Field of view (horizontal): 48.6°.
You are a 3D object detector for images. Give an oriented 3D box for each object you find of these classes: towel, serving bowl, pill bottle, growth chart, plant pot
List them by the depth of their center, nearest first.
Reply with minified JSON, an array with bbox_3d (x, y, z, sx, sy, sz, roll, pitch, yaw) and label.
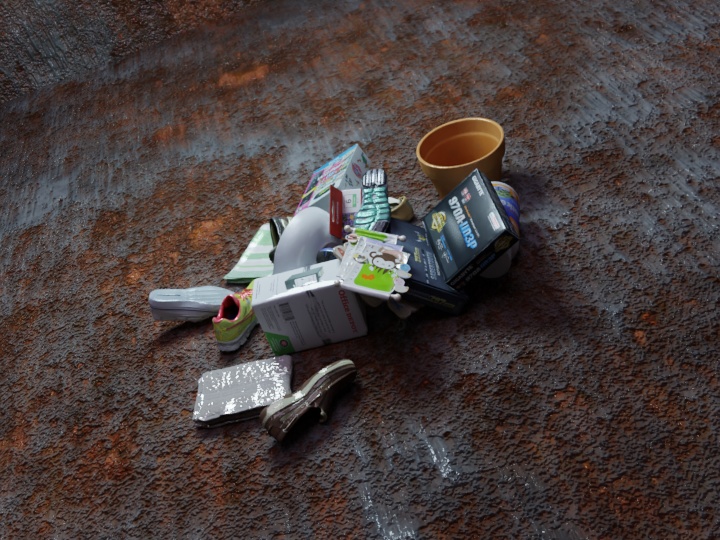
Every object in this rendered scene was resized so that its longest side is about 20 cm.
[{"bbox_3d":[0.026,-0.015,1.489,0.143,0.018,0.201,7,39,4],"label":"growth chart"},{"bbox_3d":[-0.224,0.230,1.532,0.198,0.035,0.133,-14,38,8],"label":"towel"},{"bbox_3d":[0.269,-0.081,1.624,0.111,0.113,0.201,-7,39,17],"label":"pill bottle"},{"bbox_3d":[-0.095,-0.027,1.662,0.065,0.202,0.200,19,51,29],"label":"serving bowl"},{"bbox_3d":[0.238,-0.232,1.804,0.198,0.141,0.201,-13,37,10],"label":"plant pot"},{"bbox_3d":[-0.218,-0.046,1.864,0.151,0.024,0.201,-3,40,36],"label":"towel"}]

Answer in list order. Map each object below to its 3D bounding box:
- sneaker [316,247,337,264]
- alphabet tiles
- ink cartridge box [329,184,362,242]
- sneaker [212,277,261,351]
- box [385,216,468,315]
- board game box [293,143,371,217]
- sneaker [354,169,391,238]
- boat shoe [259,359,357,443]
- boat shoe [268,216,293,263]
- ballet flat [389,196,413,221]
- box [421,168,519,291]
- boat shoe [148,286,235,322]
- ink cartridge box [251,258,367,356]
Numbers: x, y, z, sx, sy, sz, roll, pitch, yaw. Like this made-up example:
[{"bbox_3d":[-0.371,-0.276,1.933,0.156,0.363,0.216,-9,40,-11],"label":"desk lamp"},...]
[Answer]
[{"bbox_3d":[0.000,0.000,1.632,0.198,0.076,0.079,20,22,-17],"label":"sneaker"},{"bbox_3d":[0.042,0.009,1.553,0.195,0.015,0.199,44,32,14],"label":"alphabet tiles"},{"bbox_3d":[-0.007,-0.113,1.705,0.050,0.200,0.111,-2,82,21],"label":"ink cartridge box"},{"bbox_3d":[-0.249,0.074,1.691,0.077,0.091,0.201,-1,39,26],"label":"sneaker"},{"bbox_3d":[0.124,-0.012,1.586,0.156,0.051,0.201,18,34,-15],"label":"box"},{"bbox_3d":[-0.064,-0.191,1.861,0.147,0.064,0.201,-29,24,30],"label":"board game box"},{"bbox_3d":[0.035,-0.112,1.646,0.073,0.088,0.202,-1,52,14],"label":"sneaker"},{"bbox_3d":[-0.080,0.241,1.434,0.201,0.075,0.075,-33,62,-18],"label":"boat shoe"},{"bbox_3d":[-0.172,-0.033,1.762,0.065,0.072,0.203,6,56,-20],"label":"boat shoe"},{"bbox_3d":[0.026,-0.141,1.853,0.198,0.063,0.069,-6,38,19],"label":"ballet flat"},{"bbox_3d":[0.208,-0.080,1.544,0.159,0.046,0.201,-43,36,24],"label":"box"},{"bbox_3d":[-0.365,0.079,1.761,0.197,0.067,0.074,4,33,-4],"label":"boat shoe"},{"bbox_3d":[-0.097,0.073,1.575,0.198,0.147,0.085,-13,37,8],"label":"ink cartridge box"}]
